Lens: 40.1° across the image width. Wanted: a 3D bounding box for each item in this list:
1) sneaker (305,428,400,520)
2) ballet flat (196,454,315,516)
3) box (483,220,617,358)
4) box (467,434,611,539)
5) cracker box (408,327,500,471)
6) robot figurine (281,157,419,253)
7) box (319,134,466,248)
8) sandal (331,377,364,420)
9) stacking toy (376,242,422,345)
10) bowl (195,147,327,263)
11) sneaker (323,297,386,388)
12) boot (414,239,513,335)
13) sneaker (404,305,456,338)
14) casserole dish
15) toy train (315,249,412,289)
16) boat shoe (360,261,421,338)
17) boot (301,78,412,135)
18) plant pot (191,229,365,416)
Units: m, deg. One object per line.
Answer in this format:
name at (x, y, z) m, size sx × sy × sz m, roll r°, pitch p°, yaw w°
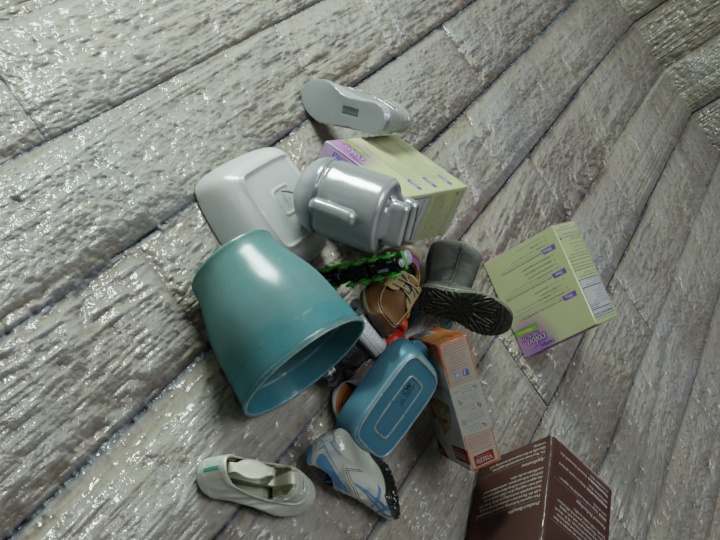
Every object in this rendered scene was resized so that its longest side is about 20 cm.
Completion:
sneaker at (-0.006, 0.295, 1.406) m, size 0.201 × 0.071 × 0.073 m, roll 50°, pitch 25°, yaw -35°
ballet flat at (-0.120, 0.276, 1.280) m, size 0.198 × 0.069 × 0.071 m, roll 21°, pitch 51°, yaw -39°
box at (0.363, 0.036, 1.889) m, size 0.096 × 0.175 × 0.203 m, roll -11°, pitch 74°, yaw -50°
box at (0.284, 0.407, 1.568) m, size 0.164 × 0.165 × 0.202 m, roll 42°, pitch 41°, yaw -22°
cracker box at (0.144, 0.197, 1.534) m, size 0.057 × 0.134 × 0.204 m, roll -18°, pitch 96°, yaw -15°
robot figurine at (-0.016, -0.097, 1.444) m, size 0.197 × 0.115 × 0.169 m, roll 20°, pitch 14°, yaw 17°
box at (0.046, -0.135, 1.637) m, size 0.175 × 0.098 × 0.198 m, roll 38°, pitch 29°, yaw 25°
sandal at (0.037, 0.192, 1.515) m, size 0.205 × 0.059 × 0.081 m, roll -6°, pitch 70°, yaw -50°
stacking toy at (0.055, 0.055, 1.620) m, size 0.085 × 0.085 × 0.204 m, roll 28°, pitch 54°, yaw -33°
bowl at (-0.134, -0.093, 1.498) m, size 0.202 × 0.074 × 0.199 m, roll 56°, pitch 37°, yaw -2°
sneaker at (-0.024, 0.109, 1.490) m, size 0.076 × 0.113 × 0.200 m, roll 51°, pitch 3°, yaw -7°
boot at (0.182, 0.024, 1.664) m, size 0.179 × 0.074 × 0.200 m, roll 21°, pitch 23°, yaw 8°
sneaker at (0.118, 0.099, 1.648) m, size 0.075 × 0.086 × 0.201 m, roll 46°, pitch 41°, yaw -18°
casserole dish at (0.045, 0.195, 1.447) m, size 0.201 × 0.039 × 0.121 m, roll -53°, pitch 131°, yaw -11°
toy train at (0.000, 0.000, 1.487) m, size 0.056 × 0.198 × 0.043 m, roll -25°, pitch 99°, yaw -46°
boat shoe at (0.052, 0.031, 1.488) m, size 0.076 × 0.073 × 0.201 m, roll 49°, pitch 19°, yaw -12°
boot at (-0.005, -0.276, 1.701) m, size 0.198 × 0.075 × 0.095 m, roll 28°, pitch 19°, yaw 32°
plant pot at (-0.126, 0.059, 1.328) m, size 0.189 × 0.201 × 0.199 m, roll 51°, pitch 36°, yaw 16°
